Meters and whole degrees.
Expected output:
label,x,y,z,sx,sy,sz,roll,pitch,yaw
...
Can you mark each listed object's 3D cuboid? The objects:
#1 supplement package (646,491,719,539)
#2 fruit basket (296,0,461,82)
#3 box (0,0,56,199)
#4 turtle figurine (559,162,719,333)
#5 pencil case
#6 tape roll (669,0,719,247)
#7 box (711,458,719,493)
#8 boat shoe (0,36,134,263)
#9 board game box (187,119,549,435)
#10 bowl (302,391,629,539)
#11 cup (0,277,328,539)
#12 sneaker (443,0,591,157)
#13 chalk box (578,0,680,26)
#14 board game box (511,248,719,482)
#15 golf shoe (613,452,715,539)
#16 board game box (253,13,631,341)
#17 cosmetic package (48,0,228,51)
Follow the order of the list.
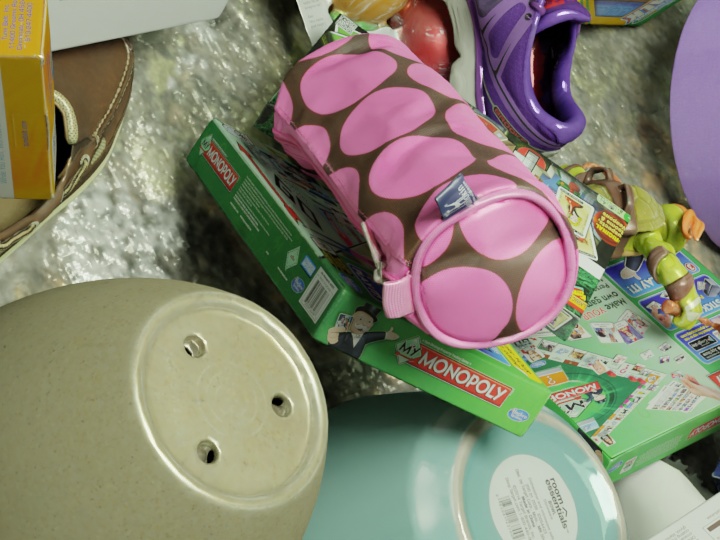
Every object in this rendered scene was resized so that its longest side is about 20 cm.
label,x,y,z,sx,sy,sz,roll,pitch,yaw
supplement package,0.172,0.215,0.992,0.200,0.156,0.111,-31,46,-13
fruit basket,0.026,-0.161,1.213,0.185,0.094,0.201,-22,97,-43
box,-0.233,-0.077,0.880,0.199,0.119,0.042,3,62,-5
turtle figurine,0.140,-0.021,1.183,0.161,0.065,0.200,-2,36,-27
pencil case,0.022,-0.042,0.958,0.093,0.200,0.091,-23,122,-9
tape roll,0.288,-0.104,1.339,0.200,0.066,0.201,0,90,-45
box,0.255,0.112,1.187,0.121,0.032,0.200,-59,141,-28
boat shoe,-0.158,-0.064,1.004,0.075,0.075,0.203,40,48,-15
board game box,0.000,0.000,1.031,0.134,0.029,0.200,26,15,-33
bowl,0.061,0.142,1.050,0.200,0.105,0.202,18,58,-31
cup,-0.095,0.083,0.929,0.200,0.143,0.201,18,57,-31
sneaker,0.093,-0.163,1.158,0.080,0.083,0.201,-16,96,-43
chalk box,0.181,-0.241,1.324,0.200,0.124,0.125,-7,69,-59
board game box,0.157,0.046,1.192,0.200,0.029,0.135,-18,54,-43
golf shoe,0.165,0.193,1.124,0.094,0.078,0.201,-1,67,-39
board game box,0.048,-0.053,1.098,0.200,0.023,0.105,34,44,-2
cosmetic package,-0.175,-0.220,1.013,0.199,0.123,0.200,-18,64,-43
